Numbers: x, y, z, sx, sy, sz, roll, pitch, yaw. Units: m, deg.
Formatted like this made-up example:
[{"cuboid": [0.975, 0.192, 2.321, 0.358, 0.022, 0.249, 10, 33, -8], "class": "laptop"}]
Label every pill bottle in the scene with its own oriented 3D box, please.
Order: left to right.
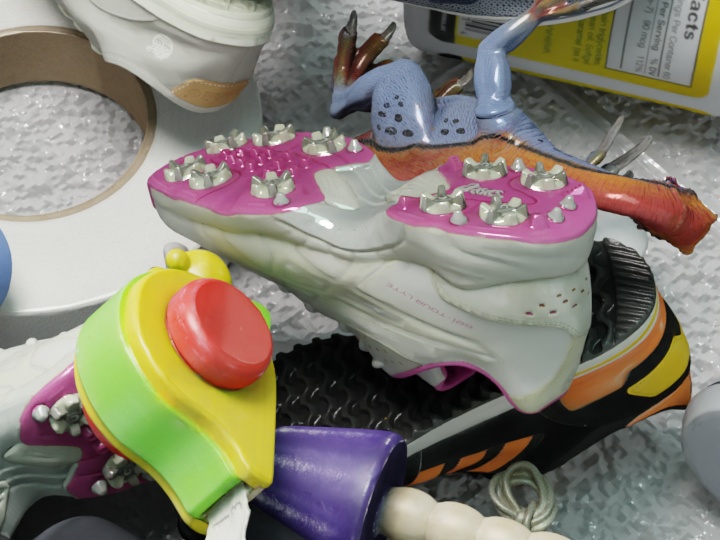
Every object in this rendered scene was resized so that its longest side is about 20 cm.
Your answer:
[{"cuboid": [0.127, -0.132, 1.117, 0.198, 0.115, 0.115, 13, 55, 8], "class": "pill bottle"}]

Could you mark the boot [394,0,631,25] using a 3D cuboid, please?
[{"cuboid": [0.024, -0.136, 1.029, 0.198, 0.090, 0.073, 5, 99, 10], "class": "boot"}]

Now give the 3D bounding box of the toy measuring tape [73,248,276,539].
[{"cuboid": [-0.066, 0.062, 0.873, 0.073, 0.074, 0.201, 1, 44, 0], "class": "toy measuring tape"}]

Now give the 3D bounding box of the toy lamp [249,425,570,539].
[{"cuboid": [0.056, 0.101, 0.920, 0.199, 0.058, 0.058, 15, 55, 15], "class": "toy lamp"}]

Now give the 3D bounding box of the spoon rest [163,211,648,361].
[{"cuboid": [0.021, 0.003, 1.049, 0.198, 0.061, 0.099, -9, 19, -8], "class": "spoon rest"}]

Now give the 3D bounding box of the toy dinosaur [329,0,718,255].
[{"cuboid": [0.052, -0.034, 0.994, 0.200, 0.105, 0.182, -43, 32, 5], "class": "toy dinosaur"}]

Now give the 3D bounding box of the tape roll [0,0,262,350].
[{"cuboid": [-0.140, -0.053, 1.103, 0.201, 0.037, 0.204, 0, 54, 0], "class": "tape roll"}]

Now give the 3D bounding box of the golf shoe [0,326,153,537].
[{"cuboid": [-0.134, 0.053, 0.987, 0.199, 0.076, 0.092, -28, 46, -9], "class": "golf shoe"}]

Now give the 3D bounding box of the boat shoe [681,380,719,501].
[{"cuboid": [0.225, 0.076, 1.002, 0.198, 0.071, 0.070, 16, 46, 8], "class": "boat shoe"}]

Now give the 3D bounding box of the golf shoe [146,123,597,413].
[{"cuboid": [0.000, 0.000, 0.949, 0.199, 0.092, 0.075, 13, 32, 39], "class": "golf shoe"}]

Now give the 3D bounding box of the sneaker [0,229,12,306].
[{"cuboid": [-0.242, 0.001, 1.014, 0.198, 0.078, 0.071, 0, 94, 16], "class": "sneaker"}]

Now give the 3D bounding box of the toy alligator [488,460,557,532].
[{"cuboid": [0.075, 0.168, 0.939, 0.059, 0.054, 0.201, -7, 53, -3], "class": "toy alligator"}]

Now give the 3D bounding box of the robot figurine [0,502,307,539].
[{"cuboid": [-0.077, 0.164, 0.893, 0.199, 0.151, 0.125, 28, 20, 15], "class": "robot figurine"}]

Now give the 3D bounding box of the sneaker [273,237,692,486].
[{"cuboid": [0.038, 0.063, 1.007, 0.199, 0.090, 0.070, -23, 46, 15], "class": "sneaker"}]

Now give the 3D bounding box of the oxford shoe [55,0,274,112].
[{"cuboid": [-0.110, -0.127, 1.097, 0.075, 0.058, 0.200, -8, 35, -40], "class": "oxford shoe"}]
